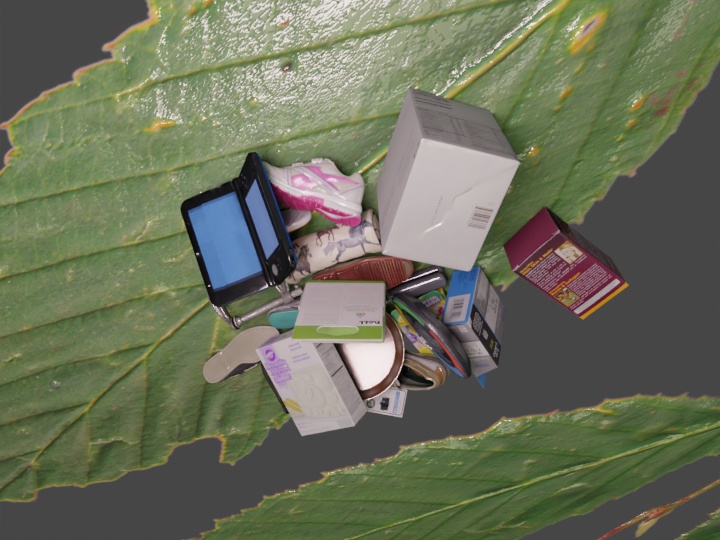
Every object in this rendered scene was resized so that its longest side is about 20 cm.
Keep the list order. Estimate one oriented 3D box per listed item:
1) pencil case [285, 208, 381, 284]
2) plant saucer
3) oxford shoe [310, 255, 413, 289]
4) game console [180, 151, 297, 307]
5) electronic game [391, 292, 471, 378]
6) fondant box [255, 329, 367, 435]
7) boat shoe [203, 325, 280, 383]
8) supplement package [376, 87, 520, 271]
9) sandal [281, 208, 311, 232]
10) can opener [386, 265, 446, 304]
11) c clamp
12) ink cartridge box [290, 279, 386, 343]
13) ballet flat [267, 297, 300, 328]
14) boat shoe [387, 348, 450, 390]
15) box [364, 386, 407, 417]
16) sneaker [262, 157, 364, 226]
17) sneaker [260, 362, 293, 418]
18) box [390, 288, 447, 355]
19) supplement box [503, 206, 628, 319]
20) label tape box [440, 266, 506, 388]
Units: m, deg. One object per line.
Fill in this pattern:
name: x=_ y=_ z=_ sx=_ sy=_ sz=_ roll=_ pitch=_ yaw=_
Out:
pencil case: x=-0.050 y=-0.043 z=0.988 sx=0.199 sy=0.089 sz=0.078 roll=-21 pitch=92 yaw=8
plant saucer: x=-0.010 y=0.162 z=1.109 sx=0.199 sy=0.034 sz=0.201 roll=-1 pitch=83 yaw=5
oxford shoe: x=0.000 y=0.000 z=1.030 sx=0.199 sy=0.075 sz=0.071 roll=-10 pitch=115 yaw=8
game console: x=-0.204 y=-0.062 z=0.891 sx=0.118 sy=0.201 sz=0.171 roll=-18 pitch=172 yaw=-26
electronic game: x=0.128 y=0.119 z=0.998 sx=0.042 sy=0.200 sz=0.200 roll=-41 pitch=121 yaw=-7
fondant box: x=-0.095 y=0.210 z=1.053 sx=0.144 sy=0.058 sz=0.201 roll=-22 pitch=97 yaw=35
boat shoe: x=-0.246 y=0.178 z=1.178 sx=0.200 sy=0.073 sz=0.063 roll=-32 pitch=164 yaw=15
supplement package: x=0.121 y=-0.143 z=0.849 sx=0.146 sy=0.200 sz=0.192 roll=11 pitch=126 yaw=-10
sandal: x=-0.177 y=-0.051 z=0.986 sx=0.206 sy=0.079 sz=0.059 roll=-17 pitch=124 yaw=8
can opener: x=0.064 y=0.028 z=1.063 sx=0.199 sy=0.053 sz=0.067 roll=-20 pitch=125 yaw=12
c clamp: x=-0.200 y=0.054 z=1.055 sx=0.199 sy=0.027 sz=0.172 roll=-20 pitch=97 yaw=17
ink cartridge box: x=-0.032 y=0.092 z=0.922 sx=0.147 sy=0.200 sz=0.076 roll=0 pitch=116 yaw=3
ballet flat: x=-0.084 y=0.074 z=1.081 sx=0.199 sy=0.072 sz=0.072 roll=-3 pitch=127 yaw=15
boat shoe: x=0.082 y=0.206 z=1.145 sx=0.199 sy=0.068 sz=0.075 roll=-2 pitch=108 yaw=31
box: x=-0.011 y=0.260 z=1.187 sx=0.199 sy=0.117 sz=0.060 roll=12 pitch=87 yaw=-9
sneaker: x=-0.080 y=-0.147 z=0.924 sx=0.199 sy=0.089 sz=0.081 roll=21 pitch=166 yaw=4
sneaker: x=-0.154 y=0.260 z=1.193 sx=0.076 sy=0.091 sz=0.200 roll=-22 pitch=133 yaw=7
box: x=0.157 y=0.120 z=1.137 sx=0.117 sy=0.048 sz=0.200 roll=-28 pitch=124 yaw=19
supplement box: x=0.380 y=-0.011 z=1.019 sx=0.200 sy=0.086 sz=0.110 roll=31 pitch=120 yaw=-22
label tape box: x=0.236 y=0.113 z=1.066 sx=0.063 sy=0.145 sz=0.200 roll=-13 pitch=129 yaw=35
